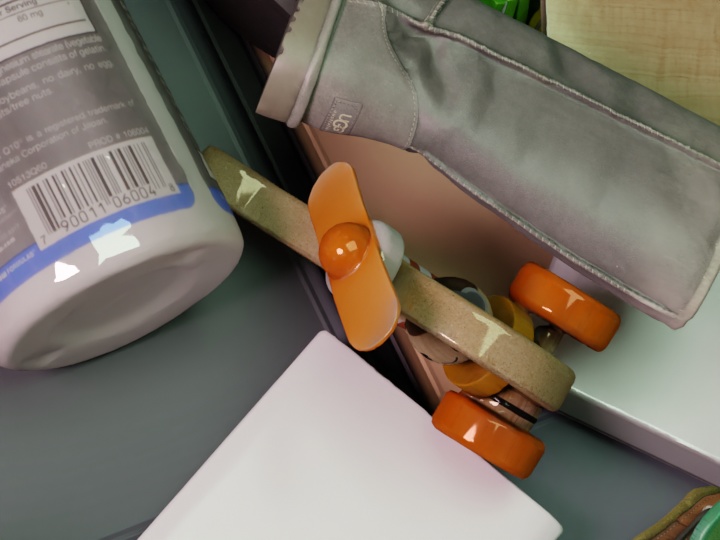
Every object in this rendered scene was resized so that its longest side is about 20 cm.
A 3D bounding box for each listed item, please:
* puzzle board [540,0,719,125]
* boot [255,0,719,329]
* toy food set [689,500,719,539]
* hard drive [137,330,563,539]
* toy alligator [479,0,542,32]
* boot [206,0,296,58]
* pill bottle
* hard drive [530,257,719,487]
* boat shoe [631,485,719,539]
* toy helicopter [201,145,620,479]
[{"bbox_3d":[0.174,-0.104,1.204,0.200,0.017,0.151,1,81,-15],"label":"puzzle board"},{"bbox_3d":[0.072,-0.088,1.132,0.200,0.073,0.182,21,64,-2],"label":"boot"},{"bbox_3d":[0.159,0.149,1.070,0.198,0.200,0.049,-26,48,-26],"label":"toy food set"},{"bbox_3d":[-0.027,0.137,1.109,0.132,0.026,0.200,39,64,4],"label":"hard drive"},{"bbox_3d":[0.079,-0.118,1.231,0.200,0.054,0.059,-18,55,-30],"label":"toy alligator"},{"bbox_3d":[-0.005,-0.204,1.229,0.200,0.068,0.188,-34,66,-15],"label":"boot"},{"bbox_3d":[-0.139,-0.070,1.120,0.114,0.114,0.200,-22,74,-21],"label":"pill bottle"},{"bbox_3d":[0.159,-0.010,1.209,0.132,0.026,0.200,26,64,-3],"label":"hard drive"},{"bbox_3d":[0.087,0.152,1.113,0.200,0.072,0.068,-23,70,-31],"label":"boat shoe"},{"bbox_3d":[0.000,0.000,1.115,0.200,0.132,0.079,32,91,31],"label":"toy helicopter"}]
